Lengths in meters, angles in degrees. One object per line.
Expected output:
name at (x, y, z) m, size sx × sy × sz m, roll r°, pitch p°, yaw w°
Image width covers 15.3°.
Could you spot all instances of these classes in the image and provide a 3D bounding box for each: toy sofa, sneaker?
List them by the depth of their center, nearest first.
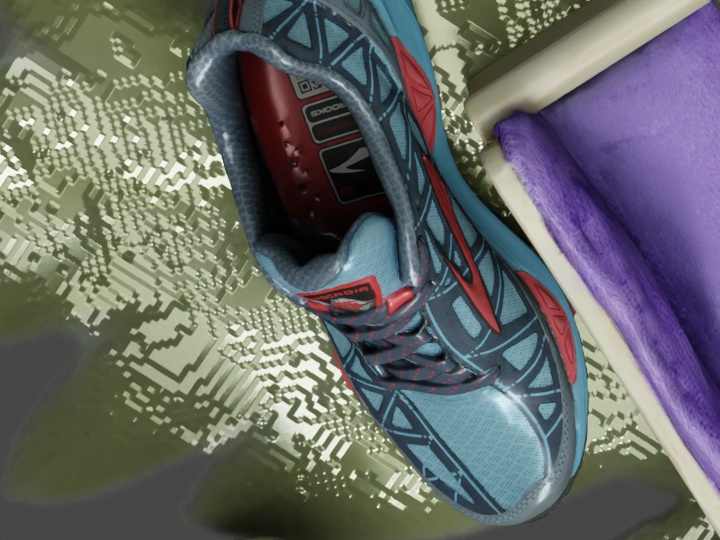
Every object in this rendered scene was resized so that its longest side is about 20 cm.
sneaker at (0.000, 0.000, 0.816) m, size 0.079 × 0.096 × 0.201 m, roll -23°, pitch 102°, yaw 26°
toy sofa at (0.116, 0.008, 0.822) m, size 0.083 × 0.098 × 0.200 m, roll -31°, pitch 102°, yaw 9°

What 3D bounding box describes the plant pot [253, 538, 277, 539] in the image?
plant pot at (-0.016, 0.218, 0.837) m, size 0.183 × 0.201 × 0.200 m, roll 41°, pitch 102°, yaw -21°
